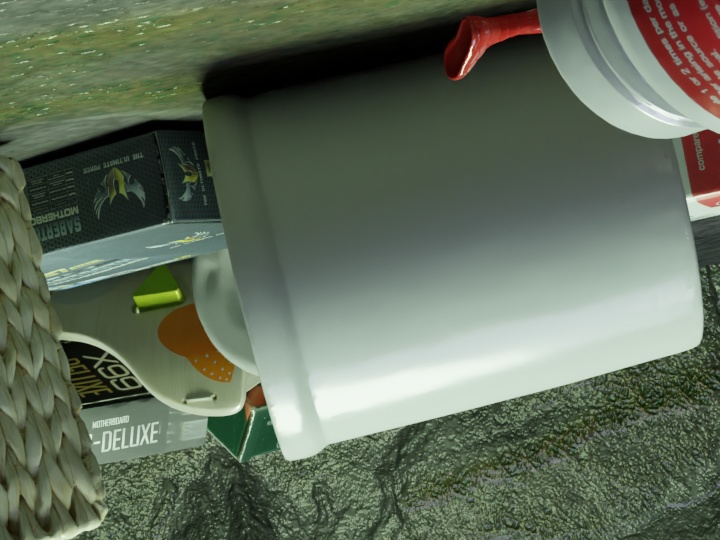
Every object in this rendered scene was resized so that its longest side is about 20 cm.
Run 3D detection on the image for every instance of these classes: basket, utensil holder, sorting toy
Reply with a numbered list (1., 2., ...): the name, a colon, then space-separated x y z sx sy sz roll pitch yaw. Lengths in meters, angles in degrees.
1. basket: -0.248 0.057 1.170 0.160 0.200 0.199 -12 177 -45
2. utensil holder: 0.042 -0.019 1.151 0.198 0.171 0.170 -14 175 0
3. sorting toy: -0.133 0.022 1.684 0.178 0.108 0.200 1 -170 16

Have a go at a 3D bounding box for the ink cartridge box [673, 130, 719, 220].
1. ink cartridge box: 0.129 -0.061 1.334 0.198 0.084 0.144 -13 176 16

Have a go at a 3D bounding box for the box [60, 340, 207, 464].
1. box: -0.216 0.071 1.710 0.157 0.050 0.200 -8 -154 -29

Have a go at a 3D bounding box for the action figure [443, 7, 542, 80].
1. action figure: 0.114 -0.102 0.927 0.198 0.066 0.099 -9 166 -17

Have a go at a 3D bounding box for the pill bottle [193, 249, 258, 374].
1. pill bottle: 0.000 0.000 1.487 0.112 0.114 0.199 -14 175 32

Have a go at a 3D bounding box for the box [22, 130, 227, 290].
1. box: -0.133 -0.028 1.303 0.199 0.051 0.157 -14 174 31

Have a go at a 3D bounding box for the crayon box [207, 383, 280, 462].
1. crayon box: -0.096 0.050 1.815 0.126 0.051 0.200 -13 -138 -42

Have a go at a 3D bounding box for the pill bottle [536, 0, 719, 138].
1. pill bottle: 0.139 -0.100 0.716 0.112 0.113 0.200 -9 175 -31
